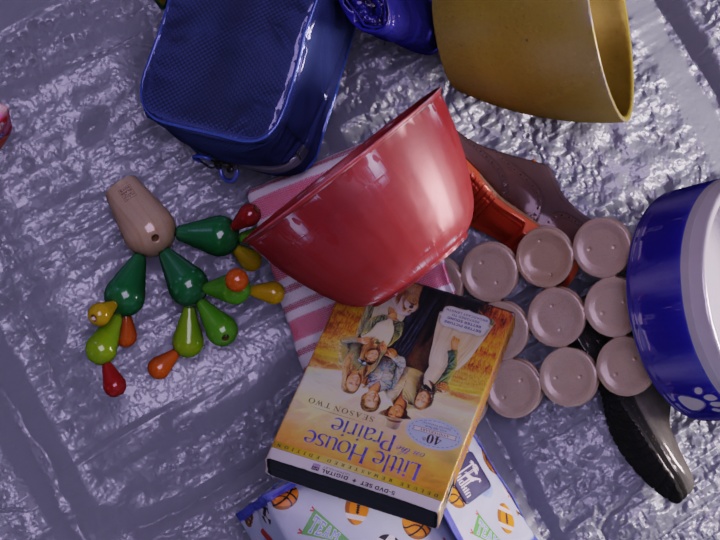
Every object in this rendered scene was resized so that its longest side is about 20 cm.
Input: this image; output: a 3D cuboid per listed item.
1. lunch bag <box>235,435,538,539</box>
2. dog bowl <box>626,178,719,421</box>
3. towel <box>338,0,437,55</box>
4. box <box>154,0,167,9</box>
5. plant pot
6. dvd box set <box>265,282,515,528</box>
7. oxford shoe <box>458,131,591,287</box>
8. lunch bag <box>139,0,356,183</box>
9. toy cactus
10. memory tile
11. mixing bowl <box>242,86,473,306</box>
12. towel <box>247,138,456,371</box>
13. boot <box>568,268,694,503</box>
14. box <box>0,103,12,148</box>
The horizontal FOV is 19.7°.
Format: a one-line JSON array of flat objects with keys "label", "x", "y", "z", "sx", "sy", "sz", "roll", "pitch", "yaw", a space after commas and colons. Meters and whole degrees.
[{"label": "lunch bag", "x": 0.030, "y": 0.206, "z": 1.698, "sx": 0.199, "sy": 0.124, "sz": 0.171, "roll": -30, "pitch": 87, "yaw": -24}, {"label": "dog bowl", "x": 0.308, "y": 0.024, "z": 1.724, "sx": 0.199, "sy": 0.079, "sz": 0.201, "roll": 13, "pitch": 72, "yaw": -45}, {"label": "towel", "x": 0.011, "y": -0.253, "z": 1.719, "sx": 0.049, "sy": 0.200, "sz": 0.149, "roll": -18, "pitch": 85, "yaw": 16}, {"label": "box", "x": -0.181, "y": -0.338, "z": 1.773, "sx": 0.117, "sy": 0.048, "sz": 0.201, "roll": -35, "pitch": 91, "yaw": -10}, {"label": "plant pot", "x": 0.140, "y": -0.213, "z": 1.743, "sx": 0.141, "sy": 0.200, "sz": 0.201, "roll": -9, "pitch": 83, "yaw": 16}, {"label": "dvd box set", "x": 0.026, "y": 0.097, "z": 1.654, "sx": 0.145, "sy": 0.029, "sz": 0.201, "roll": 17, "pitch": 55, "yaw": 12}, {"label": "oxford shoe", "x": 0.117, "y": -0.073, "z": 1.777, "sx": 0.200, "sy": 0.071, "sz": 0.073, "roll": 43, "pitch": 62, "yaw": -7}, {"label": "lunch bag", "x": -0.086, "y": -0.171, "z": 1.717, "sx": 0.135, "sy": 0.132, "sz": 0.201, "roll": 17, "pitch": 85, "yaw": 20}, {"label": "toy cactus", "x": -0.160, "y": -0.004, "z": 1.716, "sx": 0.200, "sy": 0.102, "sz": 0.165, "roll": -36, "pitch": 77, "yaw": 3}, {"label": "memory tile", "x": 0.142, "y": 0.044, "z": 1.736, "sx": 0.199, "sy": 0.017, "sz": 0.154, "roll": -13, "pitch": 90, "yaw": 19}, {"label": "mixing bowl", "x": 0.015, "y": -0.042, "z": 1.643, "sx": 0.200, "sy": 0.200, "sz": 0.109, "roll": -38, "pitch": 94, "yaw": -11}, {"label": "towel", "x": 0.000, "y": 0.000, "z": 1.749, "sx": 0.146, "sy": 0.030, "sz": 0.201, "roll": -19, "pitch": 85, "yaw": 9}, {"label": "boot", "x": 0.264, "y": 0.086, "z": 1.773, "sx": 0.130, "sy": 0.068, "sz": 0.201, "roll": -30, "pitch": 89, "yaw": -16}, {"label": "box", "x": -0.394, "y": -0.134, "z": 1.692, "sx": 0.199, "sy": 0.095, "sz": 0.103, "roll": 31, "pitch": 79, "yaw": -3}]
